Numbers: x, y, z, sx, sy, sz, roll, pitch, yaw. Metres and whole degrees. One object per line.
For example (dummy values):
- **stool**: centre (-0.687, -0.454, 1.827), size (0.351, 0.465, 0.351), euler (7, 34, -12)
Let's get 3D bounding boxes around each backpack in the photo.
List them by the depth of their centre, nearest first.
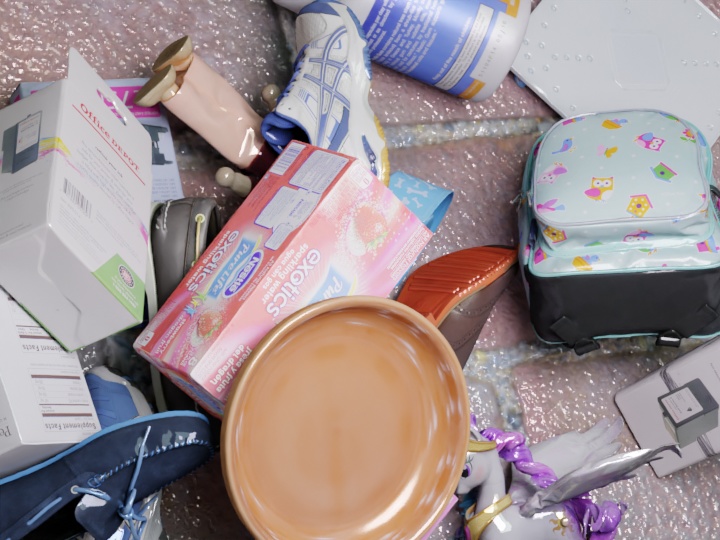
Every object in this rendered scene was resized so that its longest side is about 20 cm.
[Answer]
- **backpack**: centre (0.213, -0.048, 1.829), size (0.175, 0.154, 0.200), euler (-6, 35, 7)

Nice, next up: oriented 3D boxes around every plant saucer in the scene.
- **plant saucer**: centre (-0.014, 0.115, 1.587), size (0.200, 0.037, 0.201), euler (-5, 100, -30)

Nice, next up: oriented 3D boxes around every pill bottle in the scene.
- **pill bottle**: centre (0.032, -0.226, 1.868), size (0.200, 0.112, 0.112), euler (21, 63, -16)

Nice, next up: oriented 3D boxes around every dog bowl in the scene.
- **dog bowl**: centre (0.000, 0.000, 1.771), size (0.050, 0.112, 0.200), euler (34, 59, 7)

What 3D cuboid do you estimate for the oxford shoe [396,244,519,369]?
- **oxford shoe**: centre (0.067, 0.043, 1.818), size (0.200, 0.071, 0.073), euler (-38, 122, -38)

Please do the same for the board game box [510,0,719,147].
- **board game box**: centre (0.242, -0.183, 1.995), size (0.200, 0.026, 0.200), euler (41, 59, -4)

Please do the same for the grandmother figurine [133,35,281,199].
- **grandmother figurine**: centre (-0.085, -0.100, 1.780), size (0.200, 0.061, 0.121), euler (43, 56, -21)

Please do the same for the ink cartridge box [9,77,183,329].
- **ink cartridge box**: centre (-0.198, -0.052, 1.741), size (0.119, 0.042, 0.201), euler (-4, 74, -25)

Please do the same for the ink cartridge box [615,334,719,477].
- **ink cartridge box**: centre (0.325, 0.084, 1.827), size (0.145, 0.200, 0.084), euler (-26, 85, -30)

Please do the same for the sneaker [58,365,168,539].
- **sneaker**: centre (-0.188, 0.165, 1.637), size (0.077, 0.076, 0.201), euler (1, 69, -28)

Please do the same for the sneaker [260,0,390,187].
- **sneaker**: centre (-0.037, -0.134, 1.750), size (0.088, 0.075, 0.200), euler (-2, 54, -16)

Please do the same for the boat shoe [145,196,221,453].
- **boat shoe**: centre (-0.123, 0.045, 1.686), size (0.060, 0.072, 0.202), euler (-7, 95, 17)

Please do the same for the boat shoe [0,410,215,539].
- **boat shoe**: centre (-0.189, 0.167, 1.572), size (0.200, 0.084, 0.069), euler (-27, 53, 7)

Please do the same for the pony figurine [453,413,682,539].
- **pony figurine**: centre (0.147, 0.193, 1.746), size (0.193, 0.167, 0.201), euler (-11, 92, -16)

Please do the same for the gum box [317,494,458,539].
- **gum box**: centre (-0.021, 0.224, 1.666), size (0.066, 0.113, 0.200), euler (44, 60, -3)

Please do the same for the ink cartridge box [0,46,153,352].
- **ink cartridge box**: centre (-0.212, -0.055, 1.627), size (0.117, 0.067, 0.200), euler (50, 26, -37)

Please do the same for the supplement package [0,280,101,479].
- **supplement package**: centre (-0.282, 0.050, 1.596), size (0.109, 0.114, 0.200), euler (7, 60, -64)

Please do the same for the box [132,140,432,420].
- **box**: centre (-0.056, 0.014, 1.626), size (0.095, 0.103, 0.200), euler (43, 77, -30)
